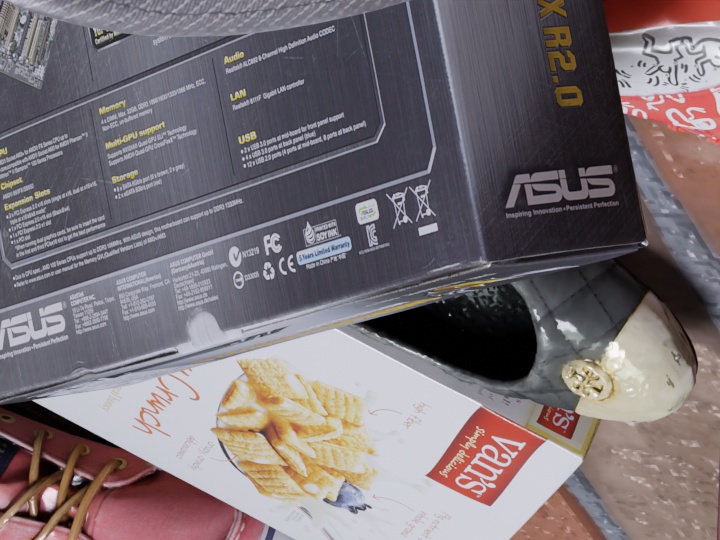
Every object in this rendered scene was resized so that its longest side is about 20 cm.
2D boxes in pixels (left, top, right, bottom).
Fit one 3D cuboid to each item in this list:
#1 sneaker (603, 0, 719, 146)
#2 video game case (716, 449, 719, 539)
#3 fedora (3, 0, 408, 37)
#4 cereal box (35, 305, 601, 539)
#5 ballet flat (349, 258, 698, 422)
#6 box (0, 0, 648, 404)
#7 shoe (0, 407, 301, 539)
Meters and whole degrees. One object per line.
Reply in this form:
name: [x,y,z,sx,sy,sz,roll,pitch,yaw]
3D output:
sneaker: [0.082,-0.047,0.679,0.201,0.067,0.108,1,141,33]
video game case: [0.103,0.107,0.767,0.017,0.201,0.143,1,154,9]
fedora: [-0.019,-0.135,0.522,0.177,0.200,0.090,61,172,-10]
cereal box: [-0.034,0.028,0.920,0.199,0.040,0.144,28,149,-3]
ballet flat: [0.000,0.000,0.823,0.199,0.057,0.067,23,133,2]
box: [-0.031,-0.062,0.661,0.048,0.159,0.200,-6,173,-39]
shoe: [-0.106,0.091,1.048,0.091,0.072,0.200,35,155,-28]
